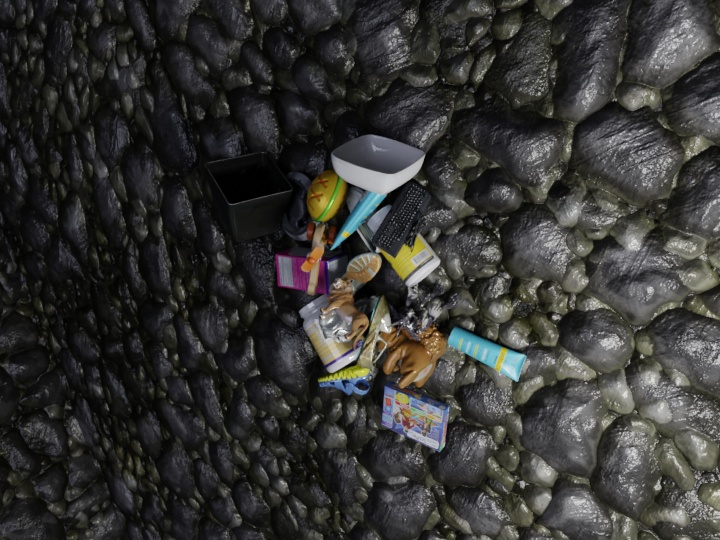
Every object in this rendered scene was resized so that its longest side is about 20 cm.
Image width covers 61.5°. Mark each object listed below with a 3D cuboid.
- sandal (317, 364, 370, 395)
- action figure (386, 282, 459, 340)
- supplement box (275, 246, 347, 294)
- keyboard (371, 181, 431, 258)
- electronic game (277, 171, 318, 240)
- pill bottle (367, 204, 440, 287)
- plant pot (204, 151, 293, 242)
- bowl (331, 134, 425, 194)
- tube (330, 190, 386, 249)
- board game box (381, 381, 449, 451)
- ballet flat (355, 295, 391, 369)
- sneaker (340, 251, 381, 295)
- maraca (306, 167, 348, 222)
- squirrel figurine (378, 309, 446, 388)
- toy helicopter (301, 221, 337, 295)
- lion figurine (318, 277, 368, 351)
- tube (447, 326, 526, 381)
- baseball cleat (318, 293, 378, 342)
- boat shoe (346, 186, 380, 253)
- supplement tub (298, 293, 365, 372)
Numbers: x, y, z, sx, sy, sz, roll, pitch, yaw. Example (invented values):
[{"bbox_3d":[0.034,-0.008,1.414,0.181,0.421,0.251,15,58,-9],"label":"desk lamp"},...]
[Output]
[{"bbox_3d":[-0.047,0.339,1.829,0.197,0.079,0.089,-14,100,38],"label":"sandal"},{"bbox_3d":[0.155,0.094,1.529,0.119,0.198,0.103,43,140,26],"label":"action figure"},{"bbox_3d":[-0.143,-0.003,1.775,0.197,0.101,0.106,9,110,33],"label":"supplement box"},{"bbox_3d":[0.116,-0.129,1.512,0.103,0.202,0.040,30,164,5],"label":"keyboard"},{"bbox_3d":[-0.183,-0.189,1.783,0.197,0.041,0.205,13,110,40],"label":"electronic game"},{"bbox_3d":[0.108,-0.068,1.572,0.111,0.111,0.201,-43,78,36],"label":"pill bottle"},{"bbox_3d":[-0.329,-0.206,1.776,0.200,0.197,0.180,53,148,34],"label":"plant pot"},{"bbox_3d":[0.041,-0.261,1.513,0.197,0.199,0.076,25,128,25],"label":"bowl"},{"bbox_3d":[-0.011,-0.137,1.574,0.050,0.077,0.201,42,112,8],"label":"tube"},{"bbox_3d":[0.154,0.417,1.733,0.197,0.034,0.138,17,114,30],"label":"board game box"},{"bbox_3d":[0.047,0.167,1.598,0.070,0.070,0.204,24,101,26],"label":"ballet flat"},{"bbox_3d":[0.000,0.000,1.679,0.076,0.088,0.200,47,132,0],"label":"sneaker"},{"bbox_3d":[-0.080,-0.223,1.638,0.203,0.106,0.137,-66,24,-3],"label":"maraca"},{"bbox_3d":[0.126,0.193,1.646,0.187,0.140,0.201,46,111,27],"label":"squirrel figurine"},{"bbox_3d":[-0.119,-0.024,1.623,0.077,0.133,0.204,10,110,3],"label":"toy helicopter"},{"bbox_3d":[-0.032,0.113,1.598,0.200,0.121,0.073,48,154,26],"label":"lion figurine"},{"bbox_3d":[0.322,0.208,1.550,0.197,0.050,0.079,24,124,21],"label":"tube"},{"bbox_3d":[-0.019,0.139,1.681,0.070,0.196,0.108,134,117,-70],"label":"baseball cleat"},{"bbox_3d":[0.013,-0.139,1.644,0.073,0.066,0.202,-40,80,36],"label":"boat shoe"},{"bbox_3d":[-0.079,0.176,1.757,0.145,0.145,0.202,-34,84,37],"label":"supplement tub"}]
